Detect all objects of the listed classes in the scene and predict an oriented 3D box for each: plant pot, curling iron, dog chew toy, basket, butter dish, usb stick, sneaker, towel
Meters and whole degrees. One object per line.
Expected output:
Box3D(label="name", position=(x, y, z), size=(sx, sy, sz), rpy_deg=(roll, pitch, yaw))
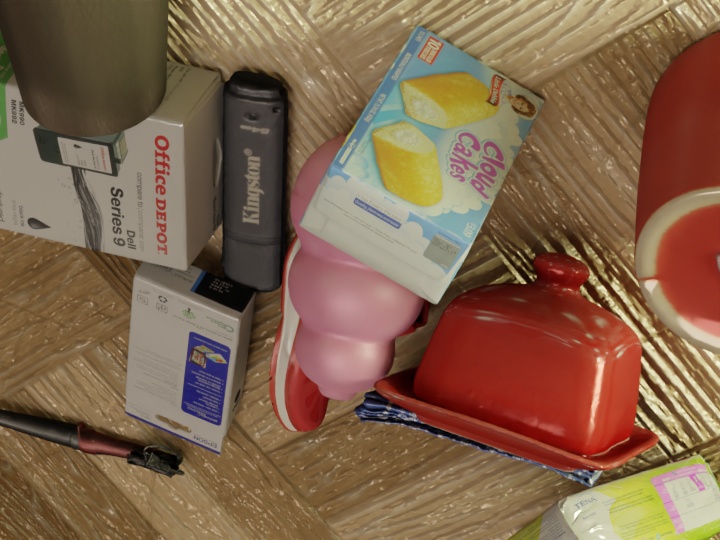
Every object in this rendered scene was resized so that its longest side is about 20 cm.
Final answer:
Box3D(label="plant pot", position=(0.279, -0.047, 1.600), size=(0.199, 0.178, 0.201), rpy_deg=(11, 128, 15))
Box3D(label="curling iron", position=(-0.249, 0.149, 2.069), size=(0.199, 0.026, 0.050), rpy_deg=(15, 166, 17))
Box3D(label="dog chew toy", position=(0.000, 0.000, 1.758), size=(0.124, 0.124, 0.201), rpy_deg=(12, 99, 14))
Box3D(label="basket", position=(-0.207, -0.210, 1.698), size=(0.135, 0.180, 0.201), rpy_deg=(23, 137, 24))
Box3D(label="butter dish", position=(0.137, 0.059, 1.762), size=(0.198, 0.200, 0.149), rpy_deg=(19, 98, 18))
Box3D(label="usb stick", position=(-0.085, -0.067, 1.836), size=(0.055, 0.033, 0.201), rpy_deg=(14, 129, 14))
Box3D(label="sneaker", position=(-0.007, 0.062, 1.871), size=(0.115, 0.078, 0.201), rpy_deg=(14, 130, 14))
Box3D(label="towel", position=(0.102, 0.131, 1.842), size=(0.199, 0.145, 0.024), rpy_deg=(17, 95, 11))

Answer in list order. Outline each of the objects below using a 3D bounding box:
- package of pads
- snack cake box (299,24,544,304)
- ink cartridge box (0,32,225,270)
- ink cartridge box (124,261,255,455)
Box3D(label="package of pads", position=(0.191, 0.222, 1.830), size=(0.154, 0.199, 0.068), rpy_deg=(-44, 67, 40))
Box3D(label="snack cake box", position=(0.048, -0.079, 1.659), size=(0.115, 0.200, 0.067), rpy_deg=(29, 130, 0))
Box3D(label="ink cartridge box", position=(-0.214, -0.098, 1.834), size=(0.199, 0.084, 0.147), rpy_deg=(12, 128, 15))
Box3D(label="ink cartridge box", position=(-0.147, 0.071, 1.947), size=(0.099, 0.039, 0.201), rpy_deg=(22, 141, 8))
